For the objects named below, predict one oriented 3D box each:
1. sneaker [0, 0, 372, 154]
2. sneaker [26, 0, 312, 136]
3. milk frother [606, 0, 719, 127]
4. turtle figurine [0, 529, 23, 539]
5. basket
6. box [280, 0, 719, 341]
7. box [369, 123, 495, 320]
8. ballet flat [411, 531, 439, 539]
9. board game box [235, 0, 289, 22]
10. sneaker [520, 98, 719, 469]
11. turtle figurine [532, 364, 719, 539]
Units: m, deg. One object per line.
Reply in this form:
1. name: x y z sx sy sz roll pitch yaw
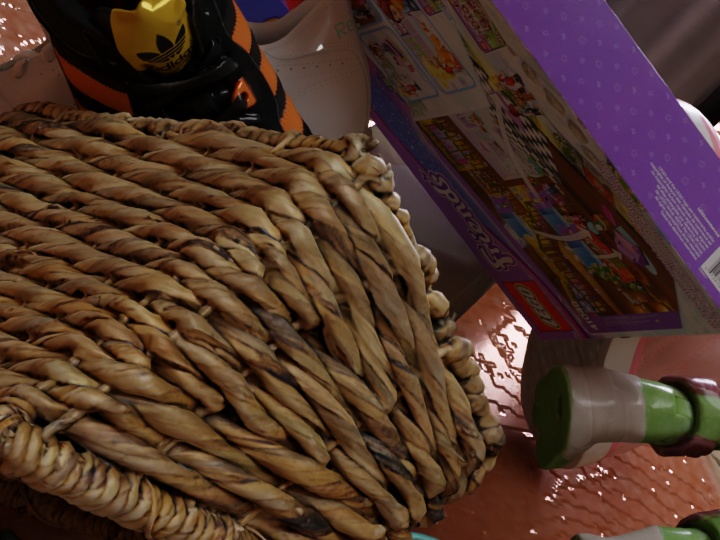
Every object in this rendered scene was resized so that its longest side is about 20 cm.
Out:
1. sneaker: -0.096 -0.068 0.815 0.199 0.089 0.075 -3 19 -2
2. sneaker: -0.061 -0.058 0.740 0.200 0.070 0.090 59 -3 -1
3. milk frother: 0.168 -0.109 1.149 0.180 0.188 0.200 43 31 -3
4. turtle figurine: -0.091 0.122 0.666 0.199 0.101 0.150 18 -2 -21
5. basket: -0.078 0.048 0.683 0.149 0.200 0.143 -40 120 -30
6. box: 0.053 -0.062 0.816 0.039 0.137 0.200 -44 106 -21
7. box: 0.000 0.000 0.917 0.078 0.095 0.200 46 30 5
8. ballet flat: 0.061 0.172 0.809 0.200 0.073 0.073 41 31 -8
9. board game box: -0.009 -0.100 0.985 0.200 0.134 0.045 -18 101 -56
10. sneaker: 0.137 -0.002 0.955 0.104 0.201 0.075 -14 51 -23
11. turtle figurine: 0.161 0.084 0.874 0.193 0.144 0.200 -3 17 -13
